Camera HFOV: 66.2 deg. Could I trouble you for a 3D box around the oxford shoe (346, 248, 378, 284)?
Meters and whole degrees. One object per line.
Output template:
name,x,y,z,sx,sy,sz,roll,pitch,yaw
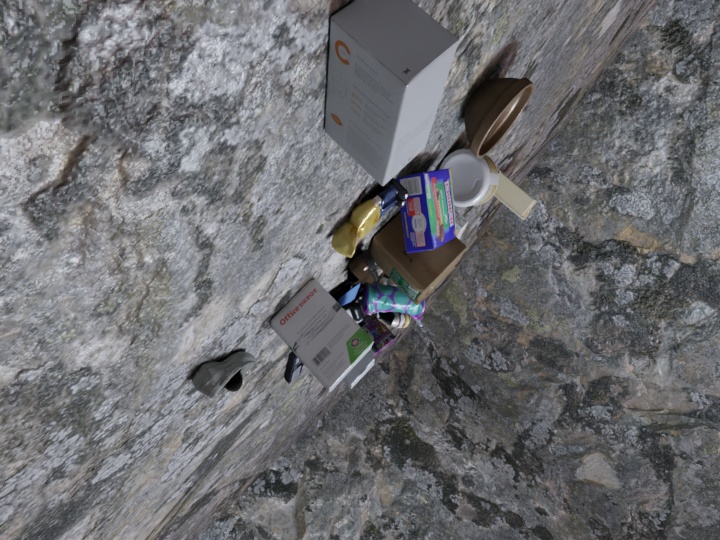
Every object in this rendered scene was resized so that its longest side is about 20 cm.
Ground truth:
oxford shoe,0.000,0.000,1.440,0.083,0.074,0.200,-30,164,-2

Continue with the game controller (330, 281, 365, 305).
game controller,-0.044,0.073,1.535,0.199,0.042,0.105,-35,162,-48

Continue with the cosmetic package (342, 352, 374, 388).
cosmetic package,-0.061,0.221,1.545,0.101,0.200,0.074,-41,166,-15

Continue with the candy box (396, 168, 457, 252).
candy box,0.163,-0.146,1.307,0.075,0.175,0.199,-4,-170,26

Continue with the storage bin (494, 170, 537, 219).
storage bin,0.640,-0.316,2.333,0.095,0.199,0.198,-51,167,15

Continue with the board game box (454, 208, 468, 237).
board game box,0.248,-0.136,1.688,0.034,0.134,0.201,-40,165,-20

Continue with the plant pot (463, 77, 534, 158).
plant pot,0.304,-0.372,1.280,0.201,0.092,0.202,-46,168,-12

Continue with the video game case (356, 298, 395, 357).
video game case,0.010,0.170,1.672,0.036,0.181,0.199,-48,170,18

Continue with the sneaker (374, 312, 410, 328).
sneaker,0.069,0.111,1.745,0.089,0.198,0.077,6,112,-47

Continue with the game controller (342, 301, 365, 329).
game controller,-0.079,0.162,1.471,0.196,0.107,0.042,-27,-153,-12

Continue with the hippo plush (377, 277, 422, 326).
hippo plush,0.130,0.071,1.894,0.162,0.193,0.164,-61,154,-59

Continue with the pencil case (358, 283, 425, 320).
pencil case,0.096,0.092,1.650,0.085,0.193,0.096,155,-61,-69

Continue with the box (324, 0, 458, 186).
box,0.030,-0.229,0.707,0.097,0.124,0.201,-42,167,-20

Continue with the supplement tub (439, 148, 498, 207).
supplement tub,0.298,-0.250,1.501,0.146,0.144,0.199,-52,166,21

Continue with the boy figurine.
boy figurine,0.018,-0.110,1.158,0.200,0.064,0.125,-46,170,-25

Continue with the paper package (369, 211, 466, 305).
paper package,0.147,-0.051,1.459,0.190,0.200,0.104,-41,166,-21

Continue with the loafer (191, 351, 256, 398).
loafer,-0.268,0.219,1.138,0.070,0.070,0.199,-51,167,16

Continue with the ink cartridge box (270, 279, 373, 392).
ink cartridge box,-0.087,0.146,1.249,0.146,0.200,0.085,-42,170,-14

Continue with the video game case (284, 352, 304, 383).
video game case,-0.157,0.246,1.701,0.180,0.025,0.202,-41,164,-30
